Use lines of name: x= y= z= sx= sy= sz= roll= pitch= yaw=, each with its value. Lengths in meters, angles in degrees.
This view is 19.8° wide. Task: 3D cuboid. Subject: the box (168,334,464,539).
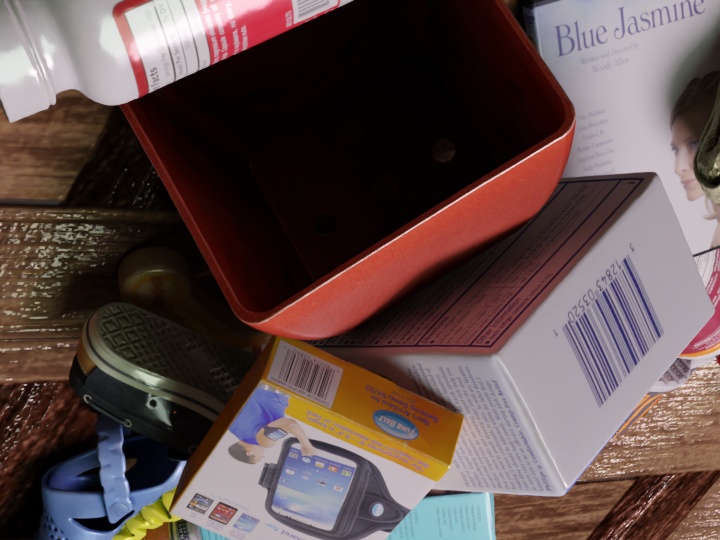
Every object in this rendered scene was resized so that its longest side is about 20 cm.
box: x=-0.033 y=0.119 z=1.200 sx=0.118 sy=0.042 sz=0.200 roll=24 pitch=141 yaw=-8

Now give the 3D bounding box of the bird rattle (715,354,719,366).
bird rattle: x=0.349 y=0.011 z=1.560 sx=0.199 sy=0.162 sz=0.113 roll=-35 pitch=138 yaw=-30

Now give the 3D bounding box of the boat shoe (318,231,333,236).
boat shoe: x=0.000 y=0.000 z=1.351 sx=0.067 sy=0.074 sz=0.199 roll=-53 pitch=146 yaw=12

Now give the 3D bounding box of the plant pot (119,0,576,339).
plant pot: x=-0.004 y=-0.074 z=1.138 sx=0.199 sy=0.201 sz=0.176 roll=-31 pitch=158 yaw=0

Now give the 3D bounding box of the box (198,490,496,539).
box: x=-0.008 y=0.157 z=1.413 sx=0.198 sy=0.083 sz=0.050 roll=-6 pitch=119 yaw=5

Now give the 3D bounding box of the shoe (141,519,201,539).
shoe: x=-0.107 y=0.199 z=1.536 sx=0.090 sy=0.072 sz=0.200 roll=-20 pitch=168 yaw=27

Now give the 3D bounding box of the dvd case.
dvd case: x=0.178 y=-0.094 z=1.311 sx=0.142 sy=0.018 sz=0.202 roll=-18 pitch=112 yaw=-20

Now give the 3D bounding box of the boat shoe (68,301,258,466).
boat shoe: x=-0.092 y=0.088 z=1.284 sx=0.199 sy=0.075 sz=0.062 roll=27 pitch=129 yaw=-18

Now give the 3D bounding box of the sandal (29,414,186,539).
sandal: x=-0.187 y=0.160 z=1.414 sx=0.087 sy=0.080 sz=0.200 roll=34 pitch=114 yaw=-31

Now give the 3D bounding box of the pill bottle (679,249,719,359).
pill bottle: x=0.197 y=-0.011 z=1.450 sx=0.114 sy=0.115 sz=0.199 roll=-43 pitch=146 yaw=19

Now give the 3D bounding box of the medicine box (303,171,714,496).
medicine box: x=0.076 y=0.036 z=1.236 sx=0.182 sy=0.199 sz=0.104 roll=-45 pitch=117 yaw=-36

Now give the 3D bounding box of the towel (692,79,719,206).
towel: x=0.278 y=-0.117 z=1.345 sx=0.148 sy=0.036 sz=0.202 roll=36 pitch=67 yaw=-50

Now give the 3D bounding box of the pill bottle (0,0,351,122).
pill bottle: x=-0.099 y=-0.151 z=1.012 sx=0.199 sy=0.113 sz=0.113 roll=-25 pitch=148 yaw=-9

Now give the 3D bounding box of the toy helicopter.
toy helicopter: x=-0.097 y=0.048 z=1.339 sx=0.131 sy=0.079 sz=0.200 roll=-25 pitch=138 yaw=20

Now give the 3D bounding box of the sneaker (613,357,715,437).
sneaker: x=0.202 y=0.089 z=1.600 sx=0.112 sy=0.078 sz=0.199 roll=-47 pitch=158 yaw=27
